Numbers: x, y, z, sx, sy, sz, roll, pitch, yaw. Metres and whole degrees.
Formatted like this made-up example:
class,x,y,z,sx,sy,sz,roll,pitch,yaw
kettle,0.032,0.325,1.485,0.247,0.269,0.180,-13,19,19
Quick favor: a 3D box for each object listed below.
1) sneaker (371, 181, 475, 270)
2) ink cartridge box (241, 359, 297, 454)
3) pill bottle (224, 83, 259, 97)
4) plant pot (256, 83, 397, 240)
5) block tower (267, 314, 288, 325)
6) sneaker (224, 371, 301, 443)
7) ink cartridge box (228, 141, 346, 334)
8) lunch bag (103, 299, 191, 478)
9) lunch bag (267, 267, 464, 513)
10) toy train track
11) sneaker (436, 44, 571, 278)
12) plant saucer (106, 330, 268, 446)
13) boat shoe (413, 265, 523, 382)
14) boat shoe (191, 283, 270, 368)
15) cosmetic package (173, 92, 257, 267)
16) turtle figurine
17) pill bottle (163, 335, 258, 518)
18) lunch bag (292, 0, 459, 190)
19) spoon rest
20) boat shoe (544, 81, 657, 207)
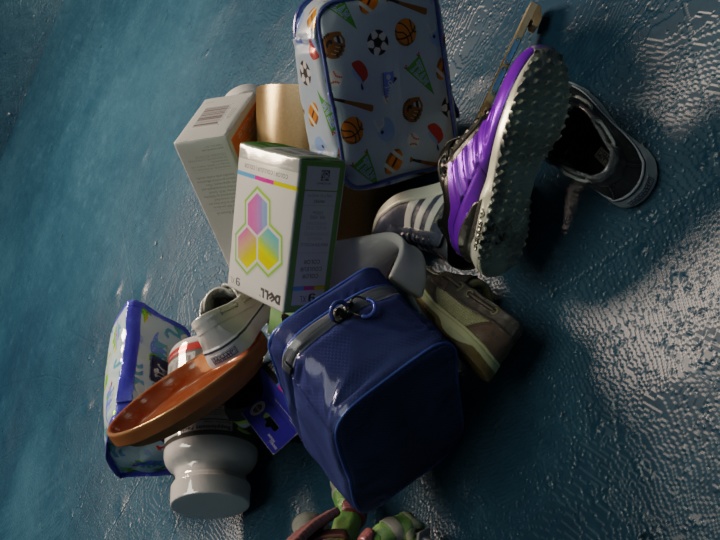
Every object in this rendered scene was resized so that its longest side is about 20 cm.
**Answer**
class,x,y,z,sx,sy,sz,roll,pitch,yaw
sneaker,0.079,-0.036,0.973,0.199,0.075,0.085,-22,51,48
ink cartridge box,-0.039,0.097,1.032,0.200,0.037,0.095,-42,33,-8
pill bottle,-0.133,-0.162,1.315,0.112,0.111,0.201,-51,38,26
plant pot,-0.039,-0.091,1.103,0.186,0.185,0.203,9,91,56
block tower,-0.109,0.015,1.240,0.054,0.057,0.200,-60,36,14
sneaker,-0.058,0.148,1.092,0.198,0.083,0.072,-11,39,28
ink cartridge box,-0.077,-0.018,0.964,0.103,0.059,0.202,21,108,49
lunch bag,-0.282,0.159,1.293,0.201,0.126,0.172,83,-178,-58
lunch bag,0.000,0.098,0.878,0.135,0.201,0.132,-31,50,-19
toy train track,0.142,-0.172,0.989,0.115,0.032,0.202,130,165,-85
sneaker,0.110,-0.104,0.854,0.099,0.069,0.202,38,121,46
plant saucer,-0.184,0.132,1.075,0.199,0.033,0.200,-31,10,6
boat shoe,0.098,0.038,0.924,0.065,0.073,0.200,-37,28,0
boat shoe,-0.146,0.046,1.101,0.073,0.066,0.200,-30,10,3
cosmetic package,-0.136,-0.095,1.159,0.070,0.201,0.102,-4,37,21
turtle figurine,0.005,0.286,0.917,0.194,0.197,0.146,-109,23,-70
pill bottle,-0.181,0.190,1.198,0.116,0.115,0.202,-36,47,41
lunch bag,0.021,-0.182,0.980,0.075,0.159,0.202,22,126,57
spoon rest,0.000,0.000,0.979,0.199,0.099,0.061,-7,54,57
boat shoe,0.182,-0.125,0.877,0.072,0.067,0.201,-55,36,21
